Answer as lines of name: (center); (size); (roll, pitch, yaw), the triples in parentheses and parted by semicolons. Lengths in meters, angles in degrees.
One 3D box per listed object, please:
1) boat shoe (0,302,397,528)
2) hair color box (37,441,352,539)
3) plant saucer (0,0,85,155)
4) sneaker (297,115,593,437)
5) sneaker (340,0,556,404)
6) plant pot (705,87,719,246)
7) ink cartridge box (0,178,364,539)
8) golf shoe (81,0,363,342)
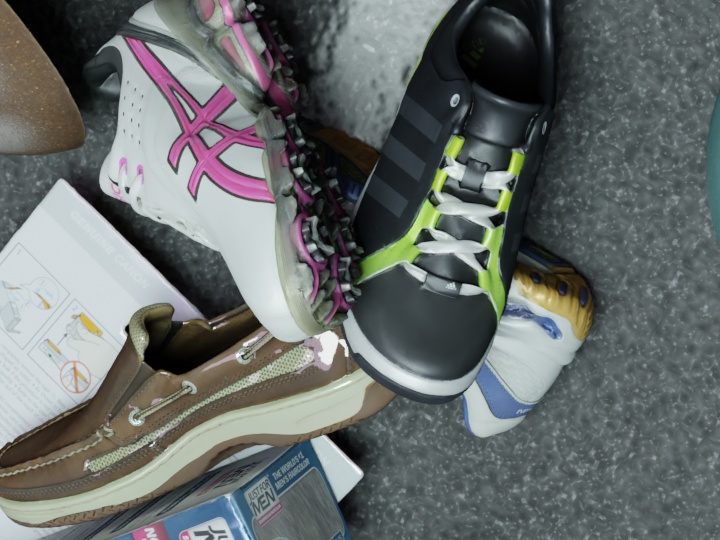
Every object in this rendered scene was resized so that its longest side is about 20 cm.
boat shoe: (-0.081, 0.047, 1.232); (0.202, 0.075, 0.075); (-22, 111, 17)
hair color box: (-0.112, 0.144, 1.254); (0.200, 0.100, 0.061); (-23, 94, 22)
plant saucer: (-0.202, -0.116, 1.229); (0.200, 0.200, 0.037); (44, 76, 5)
sneaker: (0.000, 0.000, 1.247); (0.200, 0.075, 0.088); (32, 109, 10)
sneaker: (0.039, -0.045, 1.171); (0.072, 0.083, 0.200); (15, 64, -6)
plant pot: (0.228, -0.035, 1.135); (0.200, 0.134, 0.200); (4, 103, 17)
ink cartridge box: (-0.116, 0.080, 1.318); (0.200, 0.044, 0.174); (44, 110, 5)
golf shoe: (-0.058, -0.037, 1.168); (0.092, 0.200, 0.073); (-28, 135, 8)
